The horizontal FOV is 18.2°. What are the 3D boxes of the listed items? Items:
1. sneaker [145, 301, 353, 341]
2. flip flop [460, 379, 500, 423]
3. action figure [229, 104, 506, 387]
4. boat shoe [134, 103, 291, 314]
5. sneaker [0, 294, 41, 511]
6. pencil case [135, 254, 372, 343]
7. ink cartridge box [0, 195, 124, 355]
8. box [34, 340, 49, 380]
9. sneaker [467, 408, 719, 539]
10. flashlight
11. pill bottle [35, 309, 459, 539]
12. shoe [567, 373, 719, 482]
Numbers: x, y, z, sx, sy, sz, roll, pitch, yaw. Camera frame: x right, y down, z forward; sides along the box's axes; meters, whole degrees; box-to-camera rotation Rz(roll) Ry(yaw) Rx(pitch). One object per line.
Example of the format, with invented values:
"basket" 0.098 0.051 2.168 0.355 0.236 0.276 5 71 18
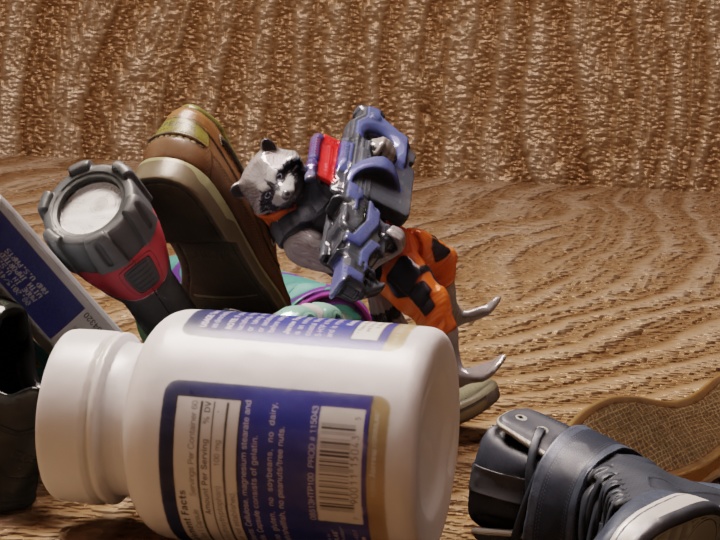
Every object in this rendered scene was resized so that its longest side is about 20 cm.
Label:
"sneaker" -0.067 0.056 1.305 0.139 0.078 0.200 15 -16 18
"flip flop" -0.010 0.073 1.453 0.199 0.058 0.081 3 8 9
"action figure" 0.000 0.000 1.354 0.193 0.105 0.200 42 29 -12
"boat shoe" -0.080 -0.021 1.409 0.072 0.068 0.200 6 -35 20
"sneaker" -0.226 0.036 1.232 0.200 0.091 0.076 45 27 20
"pencil case" -0.075 0.040 1.583 0.085 0.093 0.200 -47 32 -20
"ink cartridge box" -0.190 0.017 1.342 0.043 0.196 0.200 -43 25 -8
"box" -0.259 0.071 1.299 0.082 0.049 0.200 44 24 18
"sneaker" 0.101 0.117 1.027 0.146 0.077 0.202 18 4 25
"flashlight" -0.129 0.014 1.371 0.068 0.068 0.200 0 -32 20
"pill bottle" -0.057 0.081 1.147 0.199 0.120 0.120 4 8 14
"shoe" 0.180 0.107 1.315 0.200 0.053 0.070 -11 47 -45
